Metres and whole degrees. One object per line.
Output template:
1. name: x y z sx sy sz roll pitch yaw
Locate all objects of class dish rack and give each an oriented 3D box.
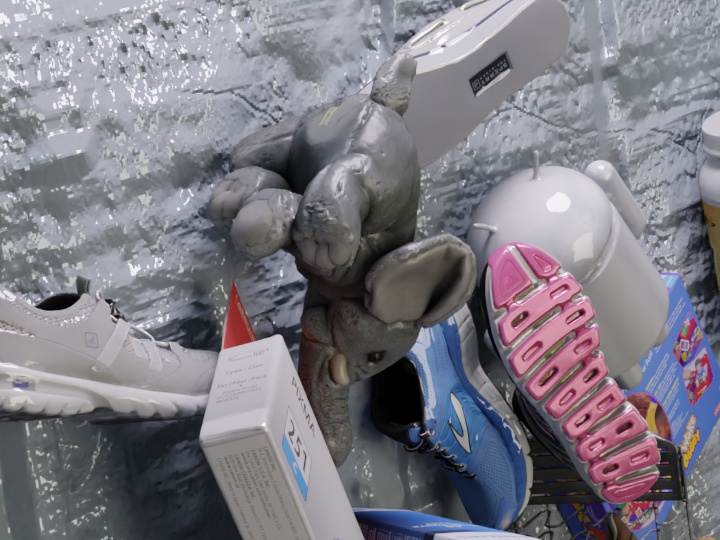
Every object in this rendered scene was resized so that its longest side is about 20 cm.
1. dish rack: 0.175 0.216 1.463 0.055 0.152 0.202 -33 116 -68

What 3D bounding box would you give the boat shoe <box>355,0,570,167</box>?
1. boat shoe: 0.052 -0.134 1.371 0.200 0.066 0.072 -39 125 -19

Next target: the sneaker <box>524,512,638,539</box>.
1. sneaker: 0.105 0.227 1.399 0.198 0.070 0.076 -13 79 -14

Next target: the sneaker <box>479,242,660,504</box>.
1. sneaker: 0.130 0.068 1.377 0.074 0.087 0.201 -36 109 -13

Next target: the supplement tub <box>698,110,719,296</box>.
1. supplement tub: 0.364 -0.038 1.691 0.144 0.143 0.202 -31 114 -46

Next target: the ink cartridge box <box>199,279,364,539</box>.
1. ink cartridge box: -0.034 0.125 1.191 0.177 0.044 0.201 -85 158 -59

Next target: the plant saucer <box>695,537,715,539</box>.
1. plant saucer: 0.251 0.308 1.575 0.200 0.037 0.202 6 90 -86

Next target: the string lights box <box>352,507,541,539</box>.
1. string lights box: 0.041 0.208 1.253 0.058 0.200 0.104 3 88 -23

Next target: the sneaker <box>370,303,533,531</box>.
1. sneaker: 0.049 0.102 1.375 0.089 0.078 0.201 -39 114 -30

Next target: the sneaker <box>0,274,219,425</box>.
1. sneaker: -0.142 0.043 1.128 0.199 0.074 0.083 8 78 -54

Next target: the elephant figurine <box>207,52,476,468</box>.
1. elephant figurine: 0.000 0.000 1.262 0.201 0.154 0.142 57 25 -35

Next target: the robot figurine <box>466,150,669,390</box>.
1. robot figurine: 0.149 0.004 1.452 0.170 0.112 0.200 -58 132 -22

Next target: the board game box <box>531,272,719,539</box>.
1. board game box: 0.217 0.118 1.590 0.200 0.044 0.135 -54 129 -36
